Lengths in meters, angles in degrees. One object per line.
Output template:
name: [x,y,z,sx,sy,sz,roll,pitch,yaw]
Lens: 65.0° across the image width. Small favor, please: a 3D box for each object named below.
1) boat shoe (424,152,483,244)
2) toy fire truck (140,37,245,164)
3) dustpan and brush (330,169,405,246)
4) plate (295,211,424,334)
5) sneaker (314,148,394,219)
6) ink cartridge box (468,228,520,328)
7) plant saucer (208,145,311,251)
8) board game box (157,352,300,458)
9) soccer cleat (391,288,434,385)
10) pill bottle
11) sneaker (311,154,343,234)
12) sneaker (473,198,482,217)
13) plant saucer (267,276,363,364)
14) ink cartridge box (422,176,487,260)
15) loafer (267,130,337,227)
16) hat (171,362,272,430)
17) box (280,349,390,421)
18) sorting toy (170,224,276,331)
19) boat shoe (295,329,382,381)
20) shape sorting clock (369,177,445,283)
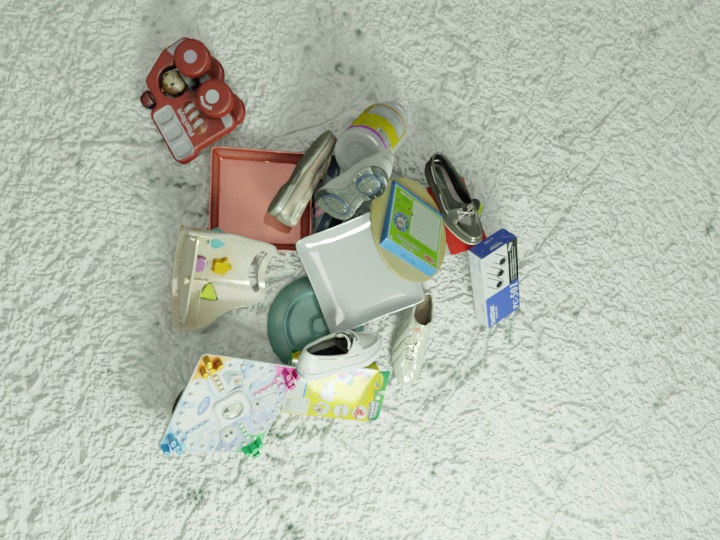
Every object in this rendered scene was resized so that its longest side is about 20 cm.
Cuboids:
boat shoe: [0.184,-0.144,1.120,0.066,0.057,0.201,-22,71,-12]
toy fire truck: [-0.327,-0.326,1.070,0.167,0.112,0.201,-30,91,3]
dustpan and brush: [0.010,-0.123,1.124,0.139,0.057,0.200,40,94,20]
plate: [0.000,0.000,1.095,0.198,0.032,0.202,-22,99,2]
sneaker: [-0.007,-0.157,1.036,0.075,0.199,0.087,48,50,-22]
ink cartridge box: [0.279,0.020,1.167,0.094,0.044,0.201,-31,133,-16]
plant saucer: [-0.197,-0.137,1.116,0.198,0.037,0.202,1,84,-15]
board game box: [-0.224,0.247,0.995,0.199,0.026,0.201,17,107,-39]
soccer cleat: [0.109,0.134,1.152,0.069,0.078,0.202,13,82,-13]
pill bottle: [0.031,-0.267,1.120,0.104,0.104,0.200,42,41,-8]
sneaker: [-0.074,-0.137,1.145,0.081,0.070,0.202,15,85,16]
sneaker: [0.180,-0.093,1.198,0.200,0.074,0.081,-42,93,-16]
plant saucer: [-0.085,0.109,1.124,0.198,0.036,0.202,2,84,-15]
ink cartridge box: [0.139,-0.097,1.146,0.198,0.050,0.162,-20,73,7]
loafer: [-0.102,-0.177,1.099,0.063,0.072,0.201,38,83,-25]
hat: [-0.253,0.228,1.037,0.199,0.081,0.202,-16,124,-25]
box: [-0.048,0.225,1.098,0.198,0.048,0.118,11,105,-12]
sorting toy: [-0.250,0.002,1.051,0.179,0.107,0.201,3,119,-28]
boat shoe: [-0.028,0.146,1.051,0.199,0.066,0.073,-19,49,-43]
shape sorting clock: [0.091,-0.076,1.058,0.199,0.039,0.202,17,64,-40]
